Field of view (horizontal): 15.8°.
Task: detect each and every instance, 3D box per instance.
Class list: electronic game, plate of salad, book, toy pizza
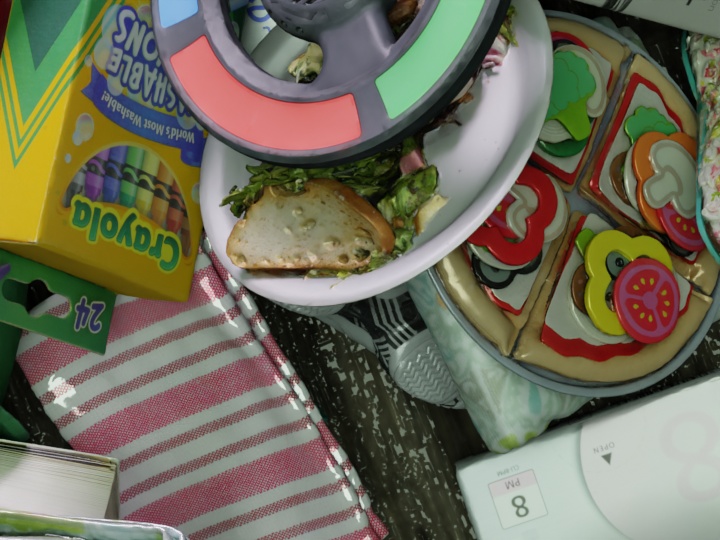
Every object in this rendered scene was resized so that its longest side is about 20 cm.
[{"bbox_3d":[-0.014,-0.146,1.213,0.199,0.042,0.201,-8,74,29],"label":"electronic game"},{"bbox_3d":[0.000,-0.076,1.245,0.199,0.048,0.201,-19,52,26],"label":"plate of salad"},{"bbox_3d":[-0.229,0.134,1.375,0.199,0.134,0.048,10,57,2],"label":"book"},{"bbox_3d":[0.111,-0.037,1.293,0.199,0.032,0.201,9,72,-29],"label":"toy pizza"}]

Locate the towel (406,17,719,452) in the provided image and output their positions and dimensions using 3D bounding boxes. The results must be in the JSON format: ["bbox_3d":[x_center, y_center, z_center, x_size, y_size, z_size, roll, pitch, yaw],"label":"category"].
[{"bbox_3d":[0.104,-0.024,1.340,0.200,0.048,0.172,-28,90,-33],"label":"towel"}]

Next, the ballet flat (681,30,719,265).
[{"bbox_3d":[0.205,-0.073,1.322,0.064,0.201,0.076,-27,124,23],"label":"ballet flat"}]

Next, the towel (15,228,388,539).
[{"bbox_3d":[-0.089,0.088,1.369,0.146,0.030,0.201,-26,100,31],"label":"towel"}]

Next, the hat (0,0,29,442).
[{"bbox_3d":[-0.199,-0.025,1.361,0.165,0.200,0.177,36,75,-18],"label":"hat"}]

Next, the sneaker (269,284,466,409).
[{"bbox_3d":[0.000,0.000,1.388,0.200,0.115,0.075,31,96,-33],"label":"sneaker"}]

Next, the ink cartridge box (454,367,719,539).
[{"bbox_3d":[0.158,0.171,1.393,0.162,0.057,0.201,-20,85,3],"label":"ink cartridge box"}]

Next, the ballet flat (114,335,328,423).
[{"bbox_3d":[-0.102,0.037,1.396,0.062,0.067,0.200,-44,88,6],"label":"ballet flat"}]

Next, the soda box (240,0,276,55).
[{"bbox_3d":[-0.043,-0.139,1.391,0.199,0.063,0.069,-6,88,3],"label":"soda box"}]

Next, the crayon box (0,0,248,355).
[{"bbox_3d":[-0.126,-0.065,1.282,0.051,0.126,0.201,6,80,34],"label":"crayon box"}]

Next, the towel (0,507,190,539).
[{"bbox_3d":[-0.155,0.178,1.336,0.170,0.200,0.048,7,62,12],"label":"towel"}]

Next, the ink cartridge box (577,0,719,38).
[{"bbox_3d":[0.140,-0.205,1.267,0.084,0.199,0.147,46,118,43],"label":"ink cartridge box"}]
